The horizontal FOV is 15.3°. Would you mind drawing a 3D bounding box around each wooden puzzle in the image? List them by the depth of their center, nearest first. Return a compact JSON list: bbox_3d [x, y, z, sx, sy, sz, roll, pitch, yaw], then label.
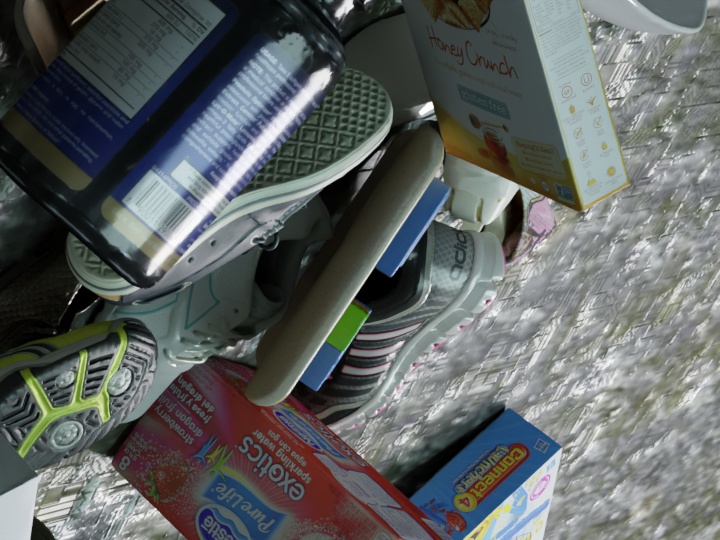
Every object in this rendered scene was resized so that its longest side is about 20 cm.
[{"bbox_3d":[0.000,0.000,1.592,0.185,0.046,0.200,-57,-176,2],"label":"wooden puzzle"}]

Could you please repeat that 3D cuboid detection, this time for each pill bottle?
[{"bbox_3d":[-0.079,-0.098,1.311,0.200,0.112,0.112,-48,153,-2],"label":"pill bottle"}]

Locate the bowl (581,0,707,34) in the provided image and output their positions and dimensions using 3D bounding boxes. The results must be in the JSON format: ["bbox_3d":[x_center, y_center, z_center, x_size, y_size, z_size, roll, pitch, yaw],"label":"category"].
[{"bbox_3d":[0.132,-0.232,1.491,0.200,0.075,0.200,15,71,-64],"label":"bowl"}]

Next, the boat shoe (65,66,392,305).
[{"bbox_3d":[-0.071,-0.045,1.460,0.200,0.075,0.062,-34,161,-13],"label":"boat shoe"}]

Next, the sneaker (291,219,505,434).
[{"bbox_3d":[0.001,0.029,1.729,0.087,0.074,0.200,28,128,-27],"label":"sneaker"}]

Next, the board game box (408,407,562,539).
[{"bbox_3d":[0.063,0.235,2.072,0.196,0.056,0.200,-40,153,-32],"label":"board game box"}]

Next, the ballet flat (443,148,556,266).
[{"bbox_3d":[0.085,-0.052,1.739,0.071,0.069,0.200,-57,159,-16],"label":"ballet flat"}]

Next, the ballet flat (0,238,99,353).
[{"bbox_3d":[-0.129,-0.021,1.502,0.200,0.046,0.067,-42,153,-11],"label":"ballet flat"}]

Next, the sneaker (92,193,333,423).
[{"bbox_3d":[-0.092,0.018,1.573,0.200,0.080,0.070,-55,153,17],"label":"sneaker"}]

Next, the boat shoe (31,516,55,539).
[{"bbox_3d":[-0.265,0.219,1.590,0.200,0.072,0.068,-29,170,-33],"label":"boat shoe"}]

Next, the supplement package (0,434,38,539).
[{"bbox_3d":[-0.279,0.113,1.297,0.151,0.200,0.152,-26,147,-34],"label":"supplement package"}]

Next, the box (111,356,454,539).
[{"bbox_3d":[-0.046,0.149,1.675,0.096,0.200,0.100,-54,152,8],"label":"box"}]

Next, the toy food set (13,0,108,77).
[{"bbox_3d":[-0.083,-0.139,1.399,0.200,0.060,0.144,-41,152,-12],"label":"toy food set"}]

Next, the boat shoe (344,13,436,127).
[{"bbox_3d":[0.054,-0.125,1.615,0.200,0.072,0.069,-39,153,-35],"label":"boat shoe"}]

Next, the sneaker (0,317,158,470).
[{"bbox_3d":[-0.205,0.073,1.456,0.200,0.076,0.075,-27,136,-11],"label":"sneaker"}]

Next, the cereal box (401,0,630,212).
[{"bbox_3d":[0.069,-0.141,1.440,0.039,0.144,0.200,-29,117,-19],"label":"cereal box"}]
